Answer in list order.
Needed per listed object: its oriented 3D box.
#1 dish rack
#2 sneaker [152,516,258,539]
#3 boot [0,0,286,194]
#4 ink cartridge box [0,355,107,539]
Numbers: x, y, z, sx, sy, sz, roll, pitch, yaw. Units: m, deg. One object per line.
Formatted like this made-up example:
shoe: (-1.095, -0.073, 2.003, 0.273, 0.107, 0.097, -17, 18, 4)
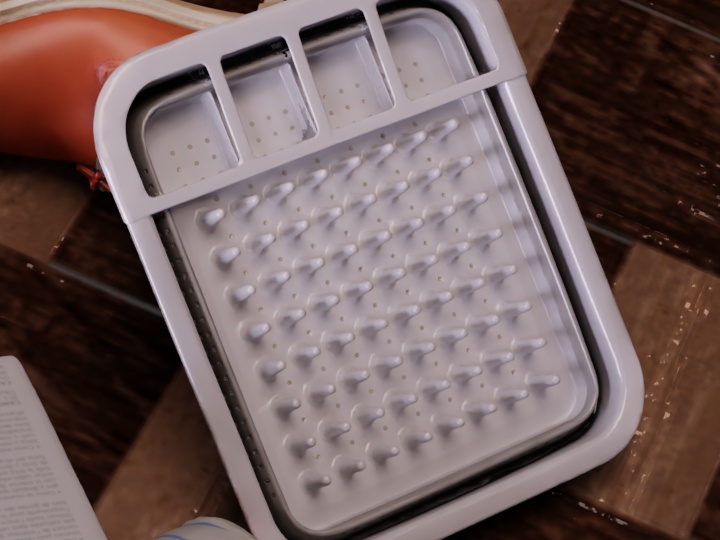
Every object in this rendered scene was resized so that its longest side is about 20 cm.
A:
dish rack: (0.000, 0.000, 0.989, 0.171, 0.044, 0.200, -22, 90, -26)
sneaker: (-0.008, 0.162, 0.889, 0.200, 0.072, 0.072, 38, 56, 20)
boot: (-0.080, -0.050, 1.036, 0.200, 0.075, 0.107, 2, 58, -12)
ink cartridge box: (-0.156, 0.107, 0.829, 0.160, 0.047, 0.200, -5, 37, -23)
